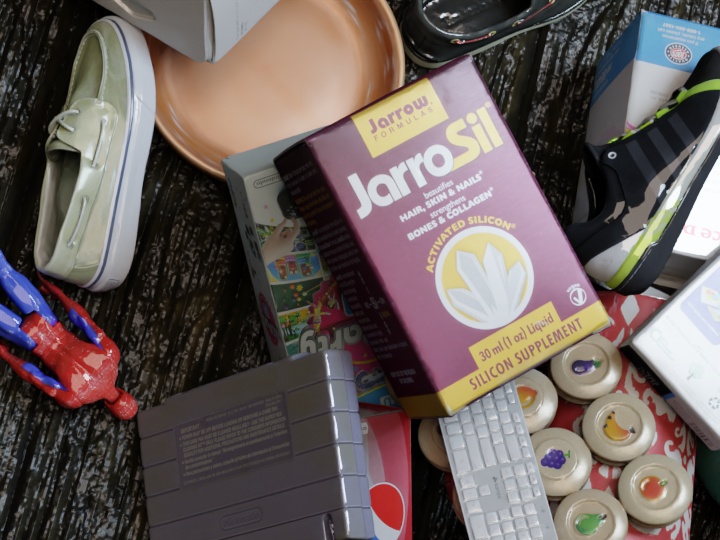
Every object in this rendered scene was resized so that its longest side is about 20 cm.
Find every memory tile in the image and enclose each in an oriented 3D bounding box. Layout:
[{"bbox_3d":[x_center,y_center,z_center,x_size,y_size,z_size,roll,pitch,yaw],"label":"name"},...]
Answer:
[{"bbox_3d":[0.119,0.109,1.492,0.153,0.017,0.200,-26,65,-8],"label":"memory tile"}]

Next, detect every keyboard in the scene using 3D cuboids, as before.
[{"bbox_3d":[0.081,0.101,1.481,0.056,0.011,0.200,-10,64,-8],"label":"keyboard"}]

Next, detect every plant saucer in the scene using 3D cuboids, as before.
[{"bbox_3d":[-0.068,-0.151,1.622,0.200,0.037,0.200,3,76,-11],"label":"plant saucer"}]

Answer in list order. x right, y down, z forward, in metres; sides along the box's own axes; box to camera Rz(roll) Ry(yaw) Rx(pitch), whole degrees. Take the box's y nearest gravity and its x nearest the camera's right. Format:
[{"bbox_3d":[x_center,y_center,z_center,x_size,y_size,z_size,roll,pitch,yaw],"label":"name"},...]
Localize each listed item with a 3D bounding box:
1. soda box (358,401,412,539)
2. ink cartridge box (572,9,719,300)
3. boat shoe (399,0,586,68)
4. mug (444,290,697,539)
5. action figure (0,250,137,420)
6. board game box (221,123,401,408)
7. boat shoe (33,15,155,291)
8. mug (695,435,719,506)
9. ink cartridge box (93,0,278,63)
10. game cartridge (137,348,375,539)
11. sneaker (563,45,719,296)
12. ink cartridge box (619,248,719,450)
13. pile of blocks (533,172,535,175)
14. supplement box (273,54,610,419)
[{"bbox_3d":[-0.008,0.191,1.491,0.063,0.070,0.200,-7,99,-42],"label":"soda box"},{"bbox_3d":[0.233,-0.065,1.614,0.129,0.125,0.200,13,75,-8],"label":"ink cartridge box"},{"bbox_3d":[0.121,-0.220,1.666,0.201,0.063,0.074,-31,82,-18],"label":"boat shoe"},{"bbox_3d":[0.164,0.117,1.541,0.178,0.133,0.200,30,63,-41],"label":"mug"},{"bbox_3d":[-0.231,0.034,1.537,0.200,0.052,0.065,43,78,-4],"label":"action figure"},{"bbox_3d":[0.000,0.000,1.539,0.148,0.064,0.200,-19,111,-15],"label":"board game box"},{"bbox_3d":[-0.189,-0.086,1.556,0.062,0.072,0.200,12,73,-40],"label":"boat shoe"},{"bbox_3d":[0.318,0.131,1.587,0.152,0.114,0.185,-14,80,-15],"label":"mug"},{"bbox_3d":[-0.101,-0.262,1.582,0.147,0.083,0.200,31,60,19],"label":"ink cartridge box"},{"bbox_3d":[-0.072,0.132,1.475,0.038,0.200,0.130,11,69,-42],"label":"game cartridge"},{"bbox_3d":[0.195,-0.079,1.507,0.083,0.072,0.200,28,73,-2],"label":"sneaker"},{"bbox_3d":[0.281,0.021,1.520,0.200,0.039,0.099,-41,89,-13],"label":"ink cartridge box"},{"bbox_3d":[0.026,-0.040,1.607,0.200,0.062,0.082,-16,109,-16],"label":"pile of blocks"},{"bbox_3d":[0.052,-0.020,1.439,0.131,0.103,0.200,-29,92,-14],"label":"supplement box"}]
